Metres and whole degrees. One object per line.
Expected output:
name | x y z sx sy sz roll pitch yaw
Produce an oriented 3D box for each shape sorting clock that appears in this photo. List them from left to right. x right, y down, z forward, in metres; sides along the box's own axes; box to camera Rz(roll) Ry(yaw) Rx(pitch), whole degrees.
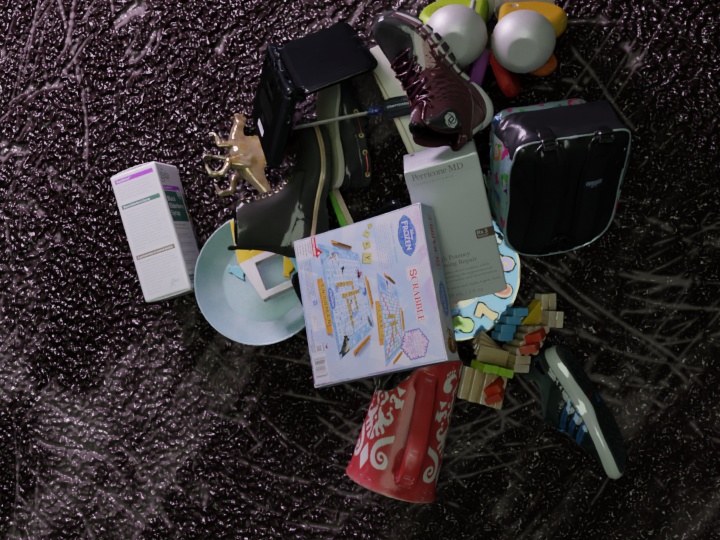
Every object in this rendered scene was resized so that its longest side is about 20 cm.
shape sorting clock | 0.132 0.003 1.211 0.198 0.039 0.202 0 92 12

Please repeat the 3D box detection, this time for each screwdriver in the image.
screwdriver | -0.005 -0.217 1.144 0.198 0.028 0.029 -3 122 19

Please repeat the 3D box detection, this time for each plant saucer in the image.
plant saucer | -0.148 0.014 1.254 0.199 0.039 0.203 -1 78 3

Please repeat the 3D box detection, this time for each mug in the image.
mug | 0.081 0.213 1.171 0.133 0.177 0.202 16 90 -32

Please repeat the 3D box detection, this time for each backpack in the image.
backpack | 0.255 -0.123 1.113 0.176 0.151 0.201 -10 128 -6

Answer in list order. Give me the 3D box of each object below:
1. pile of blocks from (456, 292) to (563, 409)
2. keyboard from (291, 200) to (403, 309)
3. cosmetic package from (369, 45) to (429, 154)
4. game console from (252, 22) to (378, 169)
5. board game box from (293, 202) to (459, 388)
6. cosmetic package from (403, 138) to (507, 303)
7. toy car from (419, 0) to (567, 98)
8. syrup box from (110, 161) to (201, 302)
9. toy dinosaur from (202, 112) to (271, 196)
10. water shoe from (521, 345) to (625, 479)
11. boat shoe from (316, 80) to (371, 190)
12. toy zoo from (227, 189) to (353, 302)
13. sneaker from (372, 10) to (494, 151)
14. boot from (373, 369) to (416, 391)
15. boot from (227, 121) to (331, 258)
pile of blocks | 0.211 0.105 1.157 0.082 0.062 0.201 38 82 -14
keyboard | 0.000 0.000 1.145 0.199 0.040 0.105 -36 64 22
cosmetic package | 0.086 -0.225 1.182 0.073 0.103 0.201 -25 86 13
game console | -0.072 -0.251 1.181 0.115 0.200 0.177 8 119 -19
board game box | 0.016 0.036 1.081 0.198 0.041 0.202 -15 78 29
cosmetic package | 0.128 -0.064 1.120 0.101 0.074 0.201 -14 114 9
toy car | 0.178 -0.311 1.149 0.198 0.176 0.151 7 131 8
syrup box | -0.305 -0.059 1.278 0.081 0.079 0.202 -16 88 12
toy dinosaur | -0.174 -0.154 1.230 0.100 0.058 0.201 -25 71 -5
water shoe | 0.302 0.204 1.178 0.079 0.071 0.201 -31 81 33
boat shoe | -0.024 -0.216 1.228 0.063 0.074 0.203 -1 79 -26
toy zoo | -0.105 -0.041 1.233 0.199 0.020 0.132 -24 77 -3
sneaker | 0.075 -0.232 1.057 0.200 0.076 0.116 42 58 -4
boot | 0.016 0.092 1.158 0.200 0.069 0.175 -42 42 32
boot | -0.115 -0.118 1.183 0.137 0.077 0.202 3 75 -14
